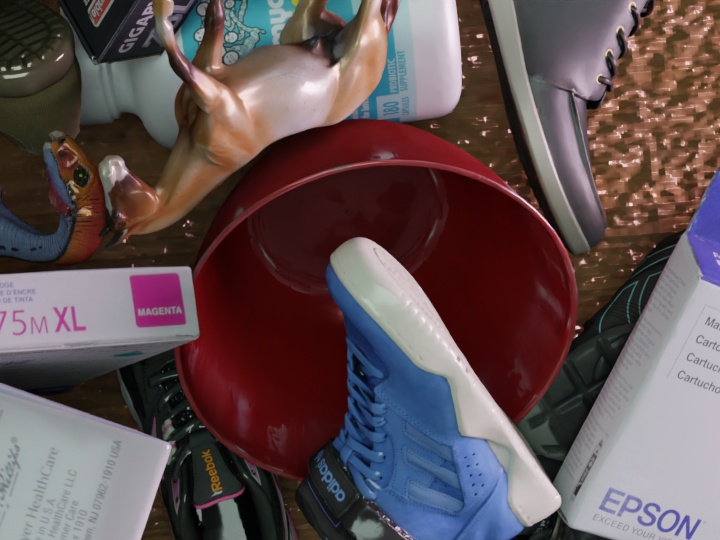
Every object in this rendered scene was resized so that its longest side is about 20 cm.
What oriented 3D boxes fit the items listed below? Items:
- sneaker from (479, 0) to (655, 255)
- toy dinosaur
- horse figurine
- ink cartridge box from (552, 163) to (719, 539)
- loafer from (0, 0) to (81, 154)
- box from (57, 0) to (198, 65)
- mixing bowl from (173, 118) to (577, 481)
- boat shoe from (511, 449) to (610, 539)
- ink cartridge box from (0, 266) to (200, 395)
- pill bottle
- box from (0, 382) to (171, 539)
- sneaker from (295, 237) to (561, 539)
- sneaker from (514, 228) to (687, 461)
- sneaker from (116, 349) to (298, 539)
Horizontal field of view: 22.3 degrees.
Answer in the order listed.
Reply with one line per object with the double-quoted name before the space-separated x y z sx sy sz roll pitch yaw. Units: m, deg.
"sneaker" 0.126 -0.116 0.966 0.105 0.075 0.202 -14 90 1
"toy dinosaur" -0.201 -0.041 0.888 0.180 0.200 0.106 16 90 5
"horse figurine" -0.038 -0.101 0.835 0.050 0.134 0.199 30 49 33
"ink cartridge box" 0.223 0.065 0.933 0.198 0.041 0.201 19 106 -22
"loafer" -0.200 -0.113 0.922 0.076 0.200 0.068 -25 127 -20
"box" -0.110 -0.233 0.832 0.049 0.200 0.200 -14 68 -41
"mixing bowl" 0.000 0.000 0.924 0.198 0.109 0.202 -6 127 -8
"boat shoe" 0.082 0.124 0.971 0.198 0.066 0.071 8 90 -1
"ink cartridge box" -0.171 0.035 0.888 0.118 0.200 0.042 -3 79 -29
"pill bottle" -0.052 -0.122 0.945 0.198 0.111 0.112 -8 91 -1
"box" -0.174 0.160 0.880 0.104 0.200 0.186 19 77 -8
"sneaker" 0.009 0.079 0.868 0.111 0.077 0.200 -33 132 3
"sneaker" 0.165 0.031 0.969 0.199 0.079 0.076 -32 114 -2
"sneaker" -0.075 0.095 0.958 0.080 0.086 0.202 -23 90 -3
